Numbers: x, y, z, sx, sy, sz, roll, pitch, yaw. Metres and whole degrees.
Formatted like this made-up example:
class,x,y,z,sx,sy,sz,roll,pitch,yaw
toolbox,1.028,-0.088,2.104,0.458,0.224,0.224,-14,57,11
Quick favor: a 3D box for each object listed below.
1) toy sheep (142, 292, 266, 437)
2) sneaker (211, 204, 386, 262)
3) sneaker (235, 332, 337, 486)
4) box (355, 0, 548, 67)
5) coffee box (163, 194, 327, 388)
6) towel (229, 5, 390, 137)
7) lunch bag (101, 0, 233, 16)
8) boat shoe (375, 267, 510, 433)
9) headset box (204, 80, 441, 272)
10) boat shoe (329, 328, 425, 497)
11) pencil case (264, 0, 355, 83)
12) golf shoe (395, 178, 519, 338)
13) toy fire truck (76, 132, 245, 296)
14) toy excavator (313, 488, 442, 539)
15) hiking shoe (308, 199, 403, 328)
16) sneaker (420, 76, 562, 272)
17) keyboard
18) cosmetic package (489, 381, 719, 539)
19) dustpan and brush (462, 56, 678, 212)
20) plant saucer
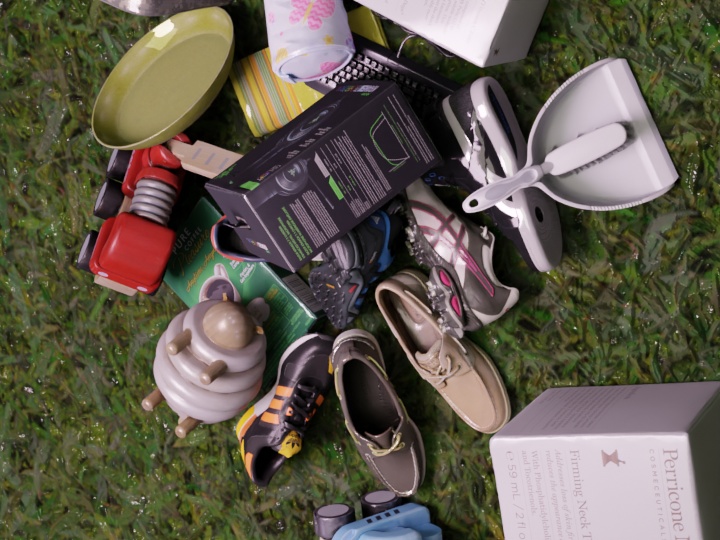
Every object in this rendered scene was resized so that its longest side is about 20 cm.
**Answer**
class,x,y,z,sx,sy,sz,roll,pitch,yaw
toy sheep,-0.170,0.109,1.506,0.138,0.137,0.201,44,130,13
sneaker,-0.069,-0.043,1.466,0.197,0.084,0.076,-11,88,14
sneaker,-0.072,0.161,1.526,0.201,0.069,0.091,-53,34,32
box,0.086,-0.311,1.318,0.199,0.106,0.154,32,115,20
coffee box,-0.137,0.021,1.567,0.200,0.044,0.123,44,119,13
towel,-0.053,-0.216,1.478,0.198,0.018,0.087,-18,98,31
lunch bag,-0.208,-0.369,1.421,0.138,0.199,0.170,24,114,22
boat shoe,0.084,0.092,1.443,0.072,0.065,0.201,-36,85,31
headset box,-0.047,-0.093,1.349,0.199,0.174,0.093,-38,107,-10
boat shoe,0.019,0.165,1.478,0.071,0.060,0.204,-19,108,8
pencil case,-0.067,-0.297,1.394,0.089,0.083,0.203,-14,78,1
golf shoe,0.092,-0.032,1.416,0.087,0.077,0.202,-22,77,-3
toy fire truck,-0.210,-0.073,1.483,0.200,0.127,0.178,-30,42,62
toy excavator,0.070,0.310,1.476,0.199,0.192,0.102,12,110,56
hiking shoe,0.000,0.000,1.440,0.075,0.086,0.200,58,161,15
sneaker,0.123,-0.084,1.373,0.111,0.073,0.203,-20,94,34
keyboard,0.033,-0.211,1.413,0.198,0.021,0.128,28,118,16
cosmetic package,0.254,0.212,1.315,0.197,0.166,0.170,-6,99,30
dustpan and brush,0.189,-0.103,1.296,0.198,0.057,0.141,-25,90,10
plant saucer,-0.212,-0.206,1.498,0.198,0.202,0.031,-14,137,32
